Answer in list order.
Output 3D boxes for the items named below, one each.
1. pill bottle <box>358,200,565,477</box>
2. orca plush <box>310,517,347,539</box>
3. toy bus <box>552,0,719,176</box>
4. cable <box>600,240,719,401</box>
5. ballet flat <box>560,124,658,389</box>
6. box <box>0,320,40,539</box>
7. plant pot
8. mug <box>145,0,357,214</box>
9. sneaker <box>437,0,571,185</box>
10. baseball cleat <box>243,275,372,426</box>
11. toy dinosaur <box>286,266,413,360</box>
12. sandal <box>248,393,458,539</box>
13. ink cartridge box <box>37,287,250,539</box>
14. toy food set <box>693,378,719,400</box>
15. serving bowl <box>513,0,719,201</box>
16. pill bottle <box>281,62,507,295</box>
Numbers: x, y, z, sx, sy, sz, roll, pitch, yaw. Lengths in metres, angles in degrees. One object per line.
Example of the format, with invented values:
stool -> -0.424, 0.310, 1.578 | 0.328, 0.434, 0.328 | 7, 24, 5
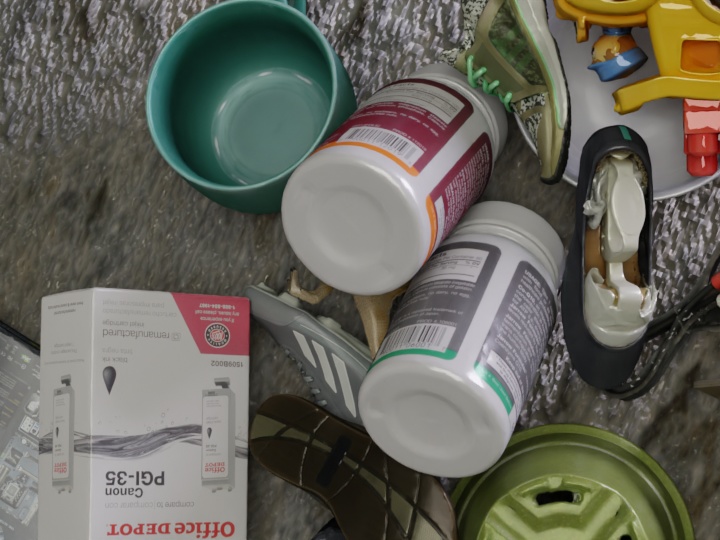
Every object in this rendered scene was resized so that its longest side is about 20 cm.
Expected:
pill bottle -> 0.081, 0.045, 1.337 | 0.113, 0.113, 0.200 | 20, 45, 9
orca plush -> -0.029, 0.250, 1.411 | 0.105, 0.071, 0.200 | 21, 91, -35
toy bus -> 0.233, -0.164, 1.324 | 0.199, 0.136, 0.193 | 2, 99, 9
cable -> 0.250, 0.028, 1.356 | 0.200, 0.050, 0.097 | -26, 72, 30
ballet flat -> 0.186, -0.006, 1.340 | 0.073, 0.073, 0.201 | 3, 98, 7
box -> -0.306, 0.123, 1.453 | 0.200, 0.051, 0.158 | 31, 88, 9
plant pot -> 0.146, 0.209, 1.316 | 0.199, 0.190, 0.201 | -1, 84, 8
mug -> -0.068, -0.133, 1.416 | 0.152, 0.114, 0.185 | 43, 89, 17
sneaker -> 0.105, -0.153, 1.358 | 0.088, 0.077, 0.201 | -15, 74, 6
baseball cleat -> -0.023, 0.093, 1.411 | 0.200, 0.070, 0.107 | 32, 88, 10
toy dinosaur -> 0.000, 0.000, 1.383 | 0.101, 0.058, 0.200 | 10, 60, -15
sandal -> -0.001, 0.161, 1.357 | 0.200, 0.055, 0.082 | 29, 87, 32
ink cartridge box -> -0.162, 0.119, 1.383 | 0.083, 0.146, 0.201 | -8, 80, 52
toy food set -> 0.277, 0.178, 1.320 | 0.060, 0.143, 0.201 | 3, 84, -12
serving bowl -> 0.216, -0.148, 1.411 | 0.199, 0.066, 0.201 | -1, 84, 8
pill bottle -> 0.032, -0.075, 1.350 | 0.114, 0.200, 0.114 | 12, 121, 21
